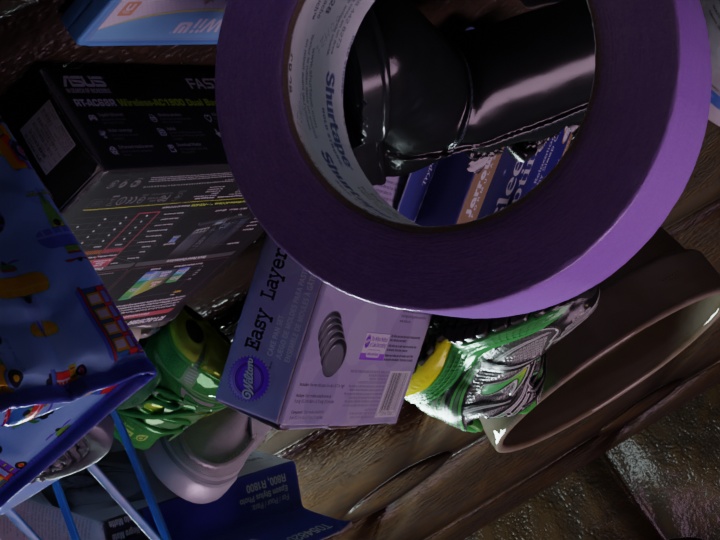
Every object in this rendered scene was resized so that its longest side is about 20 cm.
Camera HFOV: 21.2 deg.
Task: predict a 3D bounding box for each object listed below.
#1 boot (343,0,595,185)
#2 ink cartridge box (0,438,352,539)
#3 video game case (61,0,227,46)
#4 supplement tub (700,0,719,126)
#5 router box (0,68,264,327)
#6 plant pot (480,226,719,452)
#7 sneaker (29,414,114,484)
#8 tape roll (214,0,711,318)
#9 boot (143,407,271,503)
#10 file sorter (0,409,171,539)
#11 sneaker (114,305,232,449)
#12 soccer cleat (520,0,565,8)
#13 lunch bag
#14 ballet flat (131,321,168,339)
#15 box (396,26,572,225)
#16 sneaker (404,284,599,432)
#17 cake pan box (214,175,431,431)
[{"bbox_3d":[0.065,-0.104,0.961,0.162,0.074,0.198,-15,164,-4],"label":"boot"},{"bbox_3d":[-0.140,0.154,1.298,0.199,0.200,0.041,-13,110,-53],"label":"ink cartridge box"},{"bbox_3d":[-0.023,-0.166,0.825,0.200,0.018,0.143,-42,163,31],"label":"video game case"},{"bbox_3d":[0.277,-0.180,1.173,0.132,0.132,0.200,-25,164,-26],"label":"supplement tub"},{"bbox_3d":[-0.123,-0.030,0.954,0.150,0.062,0.200,-42,162,27],"label":"router box"},{"bbox_3d":[0.134,0.004,1.365,0.200,0.174,0.200,-31,165,-9],"label":"plant pot"},{"bbox_3d":[-0.207,0.062,0.934,0.200,0.079,0.066,-7,143,24],"label":"sneaker"},{"bbox_3d":[0.042,-0.081,0.803,0.200,0.200,0.066,-37,163,15],"label":"tape roll"},{"bbox_3d":[-0.080,0.077,1.300,0.096,0.074,0.200,-49,-174,22],"label":"boot"},{"bbox_3d":[-0.220,0.130,1.018,0.200,0.139,0.123,-31,134,0],"label":"file sorter"},{"bbox_3d":[-0.115,0.074,1.174,0.084,0.074,0.200,-51,-175,-16],"label":"sneaker"},{"bbox_3d":[0.104,-0.175,0.970,0.077,0.069,0.200,-31,168,5],"label":"soccer cleat"},{"bbox_3d":[-0.207,0.044,0.847,0.094,0.151,0.200,-13,154,-51],"label":"lunch bag"},{"bbox_3d":[-0.180,0.066,1.131,0.067,0.064,0.200,-14,156,-50],"label":"ballet flat"},{"bbox_3d":[0.086,-0.077,1.172,0.200,0.032,0.121,1,112,-67],"label":"box"},{"bbox_3d":[0.095,0.043,1.224,0.200,0.085,0.078,-39,-157,55],"label":"sneaker"},{"bbox_3d":[0.000,0.000,1.145,0.200,0.052,0.185,6,103,-68],"label":"cake pan box"}]
